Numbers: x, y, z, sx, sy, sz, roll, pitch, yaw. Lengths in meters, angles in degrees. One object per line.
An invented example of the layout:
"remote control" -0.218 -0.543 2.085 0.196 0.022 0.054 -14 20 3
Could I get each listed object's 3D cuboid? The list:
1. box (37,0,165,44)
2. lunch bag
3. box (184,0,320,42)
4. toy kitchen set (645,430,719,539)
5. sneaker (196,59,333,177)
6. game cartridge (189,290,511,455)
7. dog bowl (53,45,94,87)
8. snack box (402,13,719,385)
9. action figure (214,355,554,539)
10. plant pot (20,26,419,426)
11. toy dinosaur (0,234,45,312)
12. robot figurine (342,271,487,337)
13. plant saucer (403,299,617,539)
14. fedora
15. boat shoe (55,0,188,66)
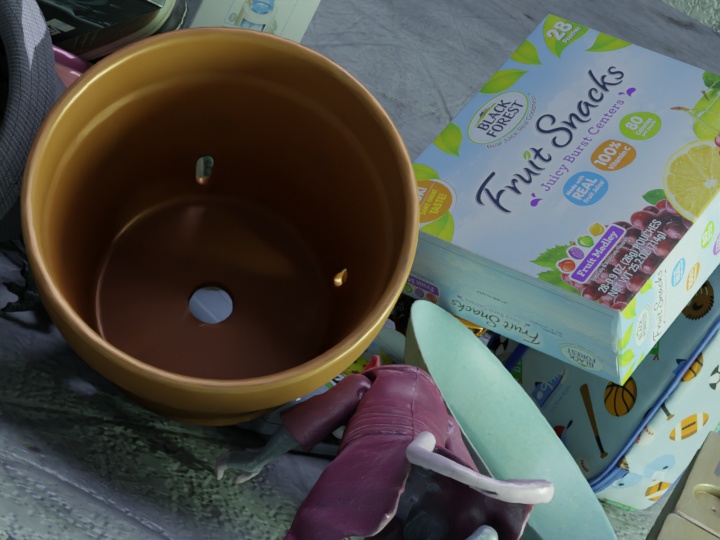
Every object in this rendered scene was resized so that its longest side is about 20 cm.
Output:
"box" -0.206 -0.186 1.608 0.160 0.044 0.200 23 -11 -23
"lunch bag" 0.164 0.038 1.746 0.076 0.200 0.160 22 23 -45
"box" -0.102 -0.203 2.030 0.101 0.200 0.112 12 22 -44
"toy kitchen set" 0.250 0.167 1.482 0.200 0.163 0.180 30 28 5
"sneaker" -0.095 -0.064 1.651 0.089 0.077 0.200 28 51 8
"game cartridge" -0.018 0.062 1.658 0.200 0.041 0.133 12 19 -45
"dog bowl" -0.200 -0.099 1.711 0.200 0.074 0.200 24 4 -2
"snack box" 0.129 -0.045 1.665 0.168 0.068 0.200 24 51 27
"action figure" 0.010 0.092 1.432 0.134 0.149 0.200 18 32 -12
"plant pot" -0.075 -0.005 1.490 0.200 0.200 0.140 31 -23 9
"toy dinosaur" -0.165 0.000 1.592 0.088 0.047 0.200 22 19 -43
"robot figurine" 0.000 0.000 1.754 0.200 0.058 0.145 21 -24 -11
"plant saucer" 0.075 0.108 1.585 0.201 0.039 0.201 50 14 -17
"fedora" -0.222 -0.085 1.540 0.200 0.177 0.090 34 5 35
"boat shoe" -0.164 -0.142 1.841 0.066 0.072 0.201 40 -31 -27
